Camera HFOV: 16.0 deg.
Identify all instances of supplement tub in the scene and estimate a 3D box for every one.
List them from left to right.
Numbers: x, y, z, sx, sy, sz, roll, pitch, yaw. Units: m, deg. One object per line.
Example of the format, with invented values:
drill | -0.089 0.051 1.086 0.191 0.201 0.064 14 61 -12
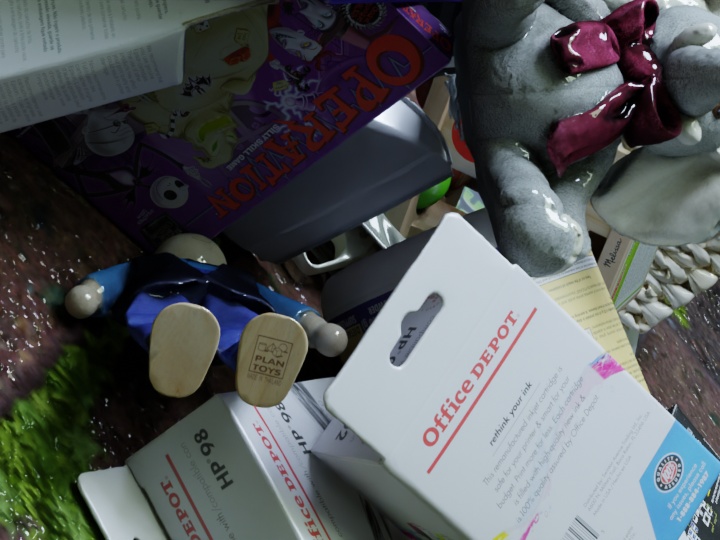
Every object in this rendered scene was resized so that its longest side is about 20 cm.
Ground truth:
supplement tub | 0.077 0.073 1.335 0.145 0.145 0.200 -13 80 -63

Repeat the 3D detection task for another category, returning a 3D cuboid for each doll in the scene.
doll | -0.071 0.021 1.214 0.136 0.049 0.200 8 10 -12

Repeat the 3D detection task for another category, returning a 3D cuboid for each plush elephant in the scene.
plush elephant | 0.128 -0.089 1.241 0.200 0.155 0.165 -141 -135 -85

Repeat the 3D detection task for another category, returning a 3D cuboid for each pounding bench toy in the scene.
pounding bench toy | 0.089 -0.028 1.496 0.156 0.200 0.124 24 19 13

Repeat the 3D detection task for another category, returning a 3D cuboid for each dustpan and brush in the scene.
dustpan and brush | -0.063 -0.088 1.318 0.200 0.140 0.057 32 43 -41

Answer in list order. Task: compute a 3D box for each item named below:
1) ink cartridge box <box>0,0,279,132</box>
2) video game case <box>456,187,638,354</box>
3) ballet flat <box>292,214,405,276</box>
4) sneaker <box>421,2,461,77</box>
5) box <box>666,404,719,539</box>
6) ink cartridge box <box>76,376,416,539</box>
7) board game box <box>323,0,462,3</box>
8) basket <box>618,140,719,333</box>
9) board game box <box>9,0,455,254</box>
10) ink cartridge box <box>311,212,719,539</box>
ink cartridge box | -0.144 -0.154 1.222 0.041 0.200 0.200 71 5 -48
video game case | 0.100 0.013 1.617 0.200 0.023 0.182 46 25 -13
ballet flat | 0.000 0.000 1.435 0.064 0.067 0.200 -38 90 -38
sneaker | 0.033 -0.149 1.371 0.083 0.200 0.072 40 53 -28
box | 0.208 0.188 1.544 0.160 0.049 0.200 52 25 -8
ink cartridge box | -0.032 0.118 1.201 0.116 0.067 0.200 60 26 13
board game box | -0.001 -0.192 1.209 0.135 0.045 0.200 54 21 8
basket | 0.164 -0.074 1.672 0.136 0.123 0.200 40 14 -37
board game box | -0.066 -0.093 1.257 0.120 0.200 0.032 39 33 -26
ink cartridge box | 0.061 0.075 1.190 0.200 0.068 0.115 43 70 -25
